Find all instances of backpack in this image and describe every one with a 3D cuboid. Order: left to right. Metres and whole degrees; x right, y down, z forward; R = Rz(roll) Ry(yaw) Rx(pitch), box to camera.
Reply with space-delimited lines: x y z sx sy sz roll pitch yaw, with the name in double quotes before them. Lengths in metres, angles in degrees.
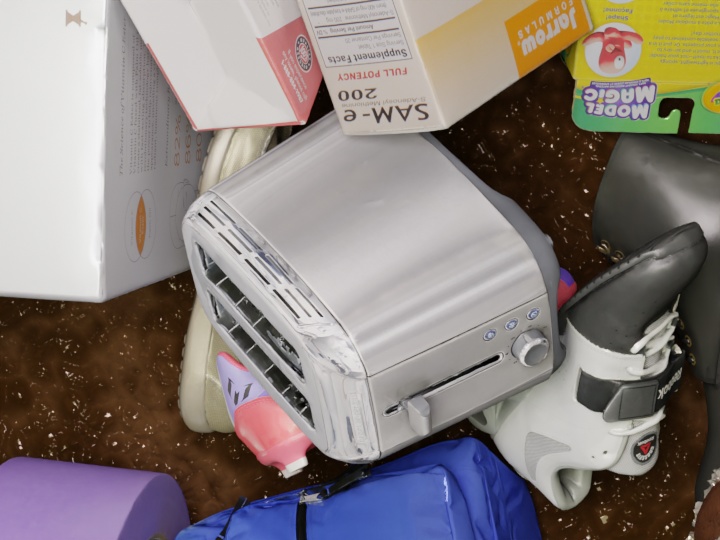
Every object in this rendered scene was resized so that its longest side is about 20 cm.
"backpack" -0.011 0.179 1.186 0.199 0.168 0.164 -18 60 17

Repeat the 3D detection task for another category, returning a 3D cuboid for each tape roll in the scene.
"tape roll" -0.155 0.203 1.206 0.084 0.200 0.202 6 98 11

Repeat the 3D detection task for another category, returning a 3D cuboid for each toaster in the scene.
"toaster" 0.000 0.000 1.117 0.129 0.114 0.200 -29 51 -19

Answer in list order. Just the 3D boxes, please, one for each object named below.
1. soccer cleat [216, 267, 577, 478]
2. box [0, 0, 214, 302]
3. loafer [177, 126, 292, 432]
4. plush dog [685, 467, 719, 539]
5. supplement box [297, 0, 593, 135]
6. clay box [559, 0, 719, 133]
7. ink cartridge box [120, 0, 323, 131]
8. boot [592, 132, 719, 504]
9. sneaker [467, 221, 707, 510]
"soccer cleat" 0.021 0.035 1.190 0.199 0.067 0.077 -28 86 -11
"box" -0.150 -0.072 1.171 0.106 0.200 0.154 3 96 12
"loafer" -0.052 -0.005 1.228 0.068 0.076 0.201 10 108 9
"plush dog" 0.260 0.107 1.116 0.160 0.172 0.201 27 76 10
"supplement box" 0.023 -0.180 1.078 0.073 0.126 0.201 -1 117 46
"clay box" 0.165 -0.169 1.138 0.114 0.048 0.201 1 115 -8
"ink cartridge box" -0.050 -0.182 1.135 0.067 0.201 0.117 -2 139 25
"boot" 0.173 0.026 1.192 0.138 0.077 0.201 18 97 20
"sneaker" 0.134 0.053 1.150 0.089 0.074 0.200 53 143 15
